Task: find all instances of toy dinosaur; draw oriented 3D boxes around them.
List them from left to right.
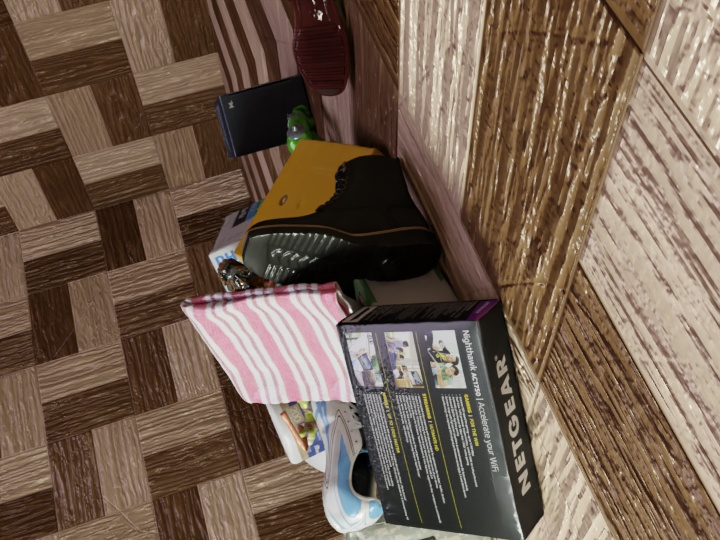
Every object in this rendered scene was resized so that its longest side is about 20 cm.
[{"bbox_3d":[-0.101,0.050,1.160,0.135,0.197,0.104,27,99,55],"label":"toy dinosaur"}]

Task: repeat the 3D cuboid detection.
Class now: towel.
[{"bbox_3d":[-0.075,0.079,0.868,0.148,0.197,0.030,62,-143,-31],"label":"towel"}]

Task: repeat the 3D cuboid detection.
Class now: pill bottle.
[{"bbox_3d":[-0.025,0.169,1.178,0.113,0.197,0.111,66,170,0],"label":"pill bottle"}]

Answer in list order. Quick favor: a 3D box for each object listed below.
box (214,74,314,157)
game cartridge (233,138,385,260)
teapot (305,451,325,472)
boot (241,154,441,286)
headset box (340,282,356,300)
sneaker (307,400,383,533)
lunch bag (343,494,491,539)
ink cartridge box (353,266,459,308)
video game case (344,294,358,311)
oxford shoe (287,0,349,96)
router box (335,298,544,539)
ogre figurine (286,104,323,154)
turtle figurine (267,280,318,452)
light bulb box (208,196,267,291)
[{"bbox_3d":[-0.172,-0.266,1.525,0.200,0.145,0.106,-145,40,-77],"label":"box"},{"bbox_3d":[-0.062,-0.072,1.045,0.032,0.178,0.199,34,173,-33],"label":"game cartridge"},{"bbox_3d":[0.002,0.240,1.345,0.200,0.144,0.200,-35,-31,-62],"label":"teapot"},{"bbox_3d":[-0.030,-0.058,0.864,0.078,0.196,0.140,-59,38,43],"label":"boot"},{"bbox_3d":[0.000,0.000,1.101,0.201,0.091,0.177,-120,16,-56],"label":"headset box"},{"bbox_3d":[-0.011,0.175,0.928,0.072,0.072,0.203,41,-149,-49],"label":"sneaker"},{"bbox_3d":[0.063,0.316,1.029,0.201,0.161,0.119,88,169,-58],"label":"lunch bag"},{"bbox_3d":[0.058,0.095,0.926,0.146,0.082,0.203,-118,15,-49],"label":"ink cartridge box"},{"bbox_3d":[-0.005,0.122,1.001,0.182,0.022,0.204,-159,51,-77],"label":"video game case"},{"bbox_3d":[-0.045,-0.299,1.015,0.202,0.069,0.076,82,-165,-46],"label":"oxford shoe"},{"bbox_3d":[0.070,0.131,0.769,0.147,0.051,0.204,-4,106,37],"label":"router box"},{"bbox_3d":[-0.067,-0.146,1.285,0.120,0.096,0.205,-32,-58,-81],"label":"ogre figurine"},{"bbox_3d":[-0.064,0.108,1.024,0.161,0.063,0.204,66,-171,-78],"label":"turtle figurine"},{"bbox_3d":[-0.120,0.008,1.305,0.199,0.123,0.203,-94,-20,-72],"label":"light bulb box"}]
